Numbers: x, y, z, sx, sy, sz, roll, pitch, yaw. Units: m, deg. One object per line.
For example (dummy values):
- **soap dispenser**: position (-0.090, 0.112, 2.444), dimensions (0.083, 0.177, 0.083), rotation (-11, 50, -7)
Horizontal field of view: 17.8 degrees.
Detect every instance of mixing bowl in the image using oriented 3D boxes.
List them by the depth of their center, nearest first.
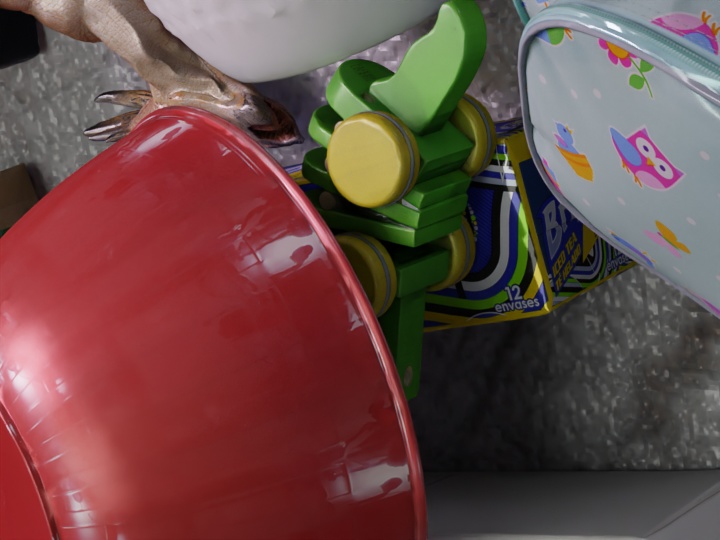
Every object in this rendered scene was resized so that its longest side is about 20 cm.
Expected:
- **mixing bowl**: position (-0.078, 0.054, 0.776), dimensions (0.200, 0.108, 0.201), rotation (39, 139, 43)

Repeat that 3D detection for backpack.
- **backpack**: position (0.127, -0.072, 0.672), dimensions (0.200, 0.153, 0.176), rotation (44, 167, 25)

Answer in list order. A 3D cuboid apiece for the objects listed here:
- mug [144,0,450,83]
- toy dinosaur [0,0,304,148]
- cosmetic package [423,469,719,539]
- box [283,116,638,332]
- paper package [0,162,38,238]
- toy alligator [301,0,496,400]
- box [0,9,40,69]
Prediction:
- **mug**: position (-0.019, -0.162, 0.756), dimensions (0.200, 0.148, 0.176), rotation (-4, 115, 48)
- **toy dinosaur**: position (-0.107, -0.124, 0.887), dimensions (0.086, 0.135, 0.201), rotation (-30, 63, 19)
- **cosmetic package**: position (0.049, 0.134, 0.863), dimensions (0.199, 0.085, 0.108), rotation (-5, 99, 38)
- **box**: position (-0.002, -0.010, 0.855), dimensions (0.200, 0.070, 0.065), rotation (-11, 98, 38)
- **paper package**: position (-0.235, 0.056, 0.967), dimensions (0.190, 0.200, 0.104), rotation (-25, 91, 40)
- **toy alligator**: position (0.000, 0.000, 0.772), dimensions (0.054, 0.059, 0.201), rotation (24, 116, 29)
- **box**: position (-0.261, -0.116, 0.955), dimensions (0.199, 0.148, 0.107), rotation (-3, 105, 36)
